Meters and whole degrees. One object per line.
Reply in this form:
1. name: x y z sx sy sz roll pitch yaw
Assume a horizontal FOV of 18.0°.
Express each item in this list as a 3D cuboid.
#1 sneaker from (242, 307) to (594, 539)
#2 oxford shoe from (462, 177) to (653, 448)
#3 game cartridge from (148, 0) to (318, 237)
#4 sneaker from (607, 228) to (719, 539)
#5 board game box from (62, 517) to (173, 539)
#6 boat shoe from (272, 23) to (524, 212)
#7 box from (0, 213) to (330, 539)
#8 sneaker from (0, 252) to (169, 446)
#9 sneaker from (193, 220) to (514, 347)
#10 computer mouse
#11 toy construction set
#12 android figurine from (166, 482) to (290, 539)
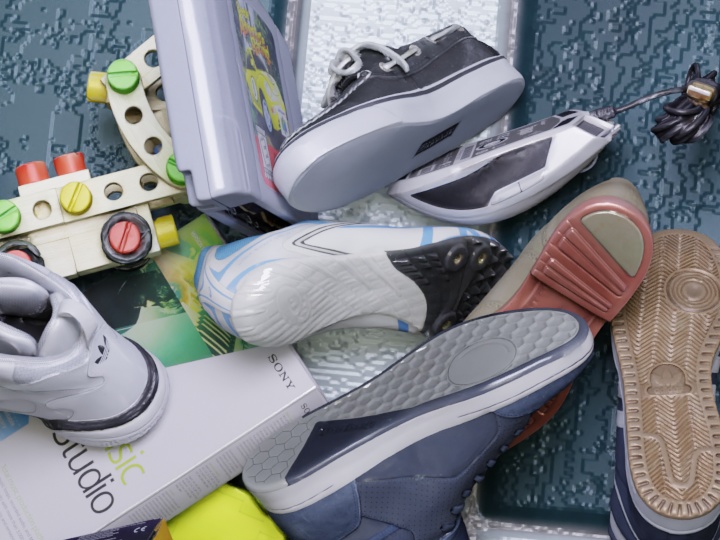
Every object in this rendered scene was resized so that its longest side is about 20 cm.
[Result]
1. sneaker: 0.057 0.116 1.240 0.202 0.077 0.146 -28 115 9
2. oxford shoe: 0.097 0.032 1.276 0.071 0.074 0.200 39 113 -7
3. game cartridge: -0.066 -0.089 1.242 0.041 0.200 0.134 -16 81 9
4. sneaker: 0.174 0.080 1.280 0.070 0.109 0.201 2 52 6
5. board game box: -0.168 0.233 1.214 0.199 0.057 0.166 -14 109 20
6. boat shoe: 0.011 -0.094 1.263 0.199 0.074 0.068 -29 71 -41
7. box: -0.134 0.075 1.278 0.200 0.036 0.145 -33 56 -4
8. sneaker: -0.210 0.039 1.235 0.199 0.115 0.075 5 62 21
9. sneaker: 0.000 0.000 1.263 0.072 0.199 0.072 45 127 44
10. computer mouse: 0.113 -0.064 1.294 0.199 0.110 0.044 -19 101 12
11. toy construction set: -0.169 -0.058 1.287 0.199 0.092 0.132 -16 84 10
12. android figurine: -0.108 0.197 1.284 0.181 0.041 0.201 20 85 6
